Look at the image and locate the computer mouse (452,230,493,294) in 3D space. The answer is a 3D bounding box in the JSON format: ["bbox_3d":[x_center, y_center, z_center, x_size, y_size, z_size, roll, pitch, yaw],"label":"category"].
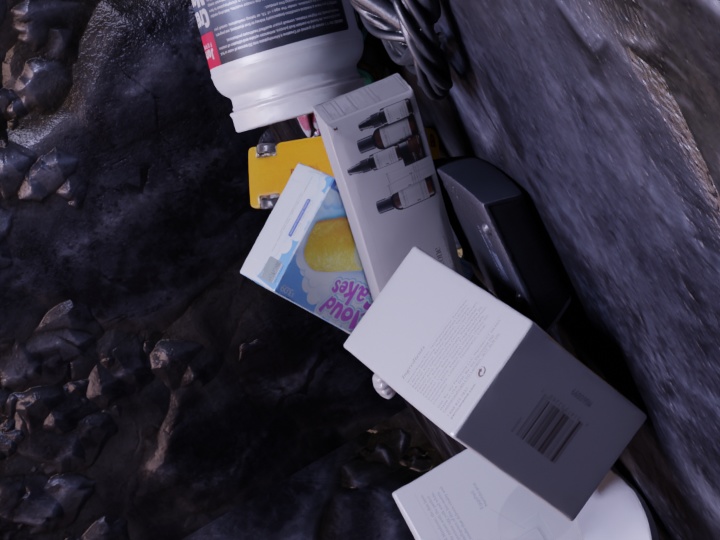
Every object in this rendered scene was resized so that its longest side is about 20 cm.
[{"bbox_3d":[0.113,0.006,1.475,0.201,0.046,0.140,62,175,-6],"label":"computer mouse"}]

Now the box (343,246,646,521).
[{"bbox_3d":[0.105,0.088,1.202,0.152,0.107,0.200,37,180,-32],"label":"box"}]

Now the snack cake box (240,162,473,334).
[{"bbox_3d":[0.000,0.000,1.367,0.199,0.116,0.067,30,177,-38],"label":"snack cake box"}]

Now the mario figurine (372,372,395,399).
[{"bbox_3d":[0.095,0.112,1.620,0.106,0.124,0.199,42,-167,31],"label":"mario figurine"}]

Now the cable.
[{"bbox_3d":[0.020,-0.222,1.154,0.200,0.051,0.164,53,176,47],"label":"cable"}]

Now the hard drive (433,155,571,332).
[{"bbox_3d":[0.114,-0.031,1.248,0.136,0.042,0.200,63,176,-17],"label":"hard drive"}]

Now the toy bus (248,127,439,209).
[{"bbox_3d":[-0.022,-0.099,1.441,0.199,0.078,0.066,-4,90,44],"label":"toy bus"}]

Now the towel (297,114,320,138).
[{"bbox_3d":[-0.061,-0.249,1.467,0.147,0.030,0.202,-110,16,-52],"label":"towel"}]

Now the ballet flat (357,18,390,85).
[{"bbox_3d":[0.001,-0.189,1.447,0.067,0.069,0.200,18,165,-3],"label":"ballet flat"}]

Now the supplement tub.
[{"bbox_3d":[-0.077,-0.234,1.297,0.140,0.139,0.202,-150,45,-82],"label":"supplement tub"}]

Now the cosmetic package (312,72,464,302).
[{"bbox_3d":[0.028,-0.060,1.278,0.051,0.082,0.202,-120,10,-60],"label":"cosmetic package"}]

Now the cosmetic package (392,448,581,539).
[{"bbox_3d":[0.171,0.291,1.624,0.200,0.199,0.123,60,176,22],"label":"cosmetic package"}]

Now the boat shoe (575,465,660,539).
[{"bbox_3d":[0.233,0.220,1.408,0.070,0.071,0.200,29,-166,-39],"label":"boat shoe"}]
